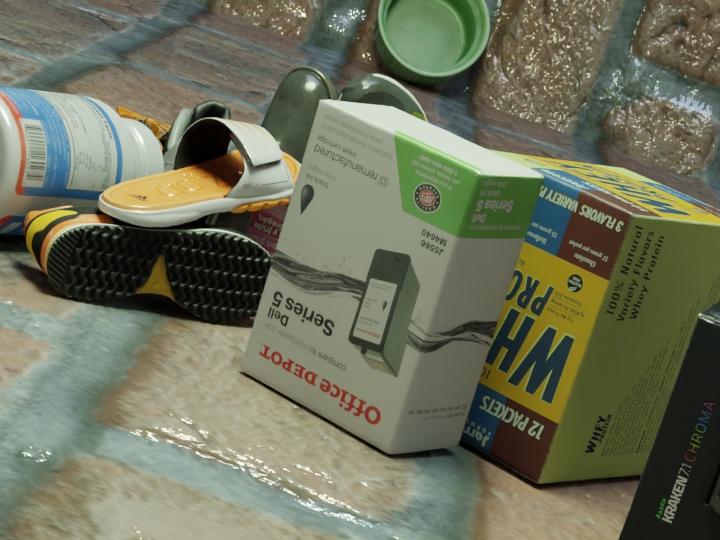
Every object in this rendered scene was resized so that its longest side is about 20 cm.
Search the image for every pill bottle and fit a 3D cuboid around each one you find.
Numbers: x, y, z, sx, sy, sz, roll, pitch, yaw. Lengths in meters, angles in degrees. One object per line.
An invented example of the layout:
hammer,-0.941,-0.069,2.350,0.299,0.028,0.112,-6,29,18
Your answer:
pill bottle,-0.243,-0.082,1.579,0.112,0.113,0.199,25,12,29

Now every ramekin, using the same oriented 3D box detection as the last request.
ramekin,0.118,-0.419,3.553,0.198,0.202,0.098,18,-14,-7

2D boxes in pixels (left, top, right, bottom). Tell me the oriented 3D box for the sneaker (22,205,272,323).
sneaker,-0.155,-0.016,1.516,0.199,0.071,0.090,8,19,-36

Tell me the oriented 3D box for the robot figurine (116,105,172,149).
robot figurine,-0.228,-0.115,1.888,0.144,0.059,0.200,21,11,24

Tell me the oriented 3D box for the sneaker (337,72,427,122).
sneaker,0.047,-0.078,1.740,0.201,0.074,0.085,59,-2,-29

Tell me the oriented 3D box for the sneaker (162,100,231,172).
sneaker,-0.131,-0.093,1.806,0.074,0.117,0.200,20,12,7

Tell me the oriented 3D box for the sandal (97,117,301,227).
sandal,-0.109,-0.079,1.517,0.079,0.060,0.206,23,25,29

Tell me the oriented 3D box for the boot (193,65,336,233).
boot,-0.097,-0.092,1.720,0.072,0.184,0.200,18,5,23

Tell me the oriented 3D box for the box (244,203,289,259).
box,0.008,0.009,1.604,0.198,0.096,0.100,21,13,11

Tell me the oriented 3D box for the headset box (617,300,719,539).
headset box,0.240,0.113,1.299,0.092,0.176,0.200,21,11,16

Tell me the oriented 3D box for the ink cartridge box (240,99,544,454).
ink cartridge box,0.019,0.004,1.386,0.145,0.202,0.084,26,16,34

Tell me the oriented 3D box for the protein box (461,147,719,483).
protein box,0.161,0.033,1.483,0.134,0.200,0.199,26,14,35
